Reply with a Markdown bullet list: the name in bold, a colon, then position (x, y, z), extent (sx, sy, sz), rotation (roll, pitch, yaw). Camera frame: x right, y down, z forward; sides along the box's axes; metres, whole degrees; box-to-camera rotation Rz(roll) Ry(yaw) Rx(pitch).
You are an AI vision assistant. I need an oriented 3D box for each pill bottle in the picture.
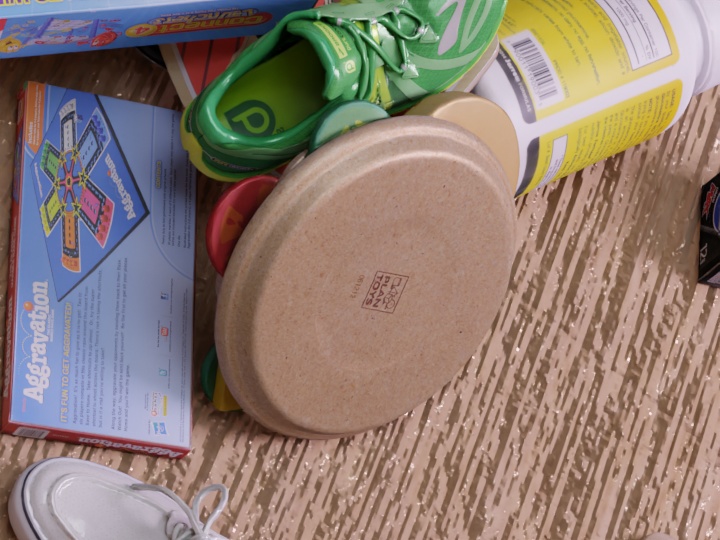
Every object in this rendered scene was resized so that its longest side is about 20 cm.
- **pill bottle**: position (0.121, -0.116, 1.615), extent (0.200, 0.112, 0.113), rotation (-23, 79, -32)

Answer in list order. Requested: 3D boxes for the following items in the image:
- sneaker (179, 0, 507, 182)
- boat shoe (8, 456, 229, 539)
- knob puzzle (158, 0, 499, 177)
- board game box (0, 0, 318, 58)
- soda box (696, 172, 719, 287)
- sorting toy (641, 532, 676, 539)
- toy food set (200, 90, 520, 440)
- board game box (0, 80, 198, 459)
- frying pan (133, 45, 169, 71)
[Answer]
- **sneaker**: position (-0.003, -0.110, 1.461), extent (0.200, 0.084, 0.074), rotation (-34, 88, -6)
- **boat shoe**: position (-0.083, 0.154, 1.412), extent (0.202, 0.086, 0.075), rotation (37, 57, -7)
- **knob puzzle**: position (-0.022, -0.137, 1.522), extent (0.219, 0.030, 0.220), rotation (-1, 75, 5)
- **board game box**: position (-0.137, -0.218, 1.477), extent (0.200, 0.056, 0.196), rotation (-6, 73, -18)
- **soda box**: position (0.307, -0.009, 1.687), extent (0.200, 0.063, 0.071), rotation (16, 62, -19)
- **sorting toy**: position (0.183, 0.246, 1.493), extent (0.185, 0.037, 0.200), rotation (30, 50, 25)
- **toy food set**: position (0.000, 0.000, 1.482), extent (0.198, 0.200, 0.049), rotation (-8, 32, -35)
- **board game box**: position (-0.139, -0.001, 1.494), extent (0.103, 0.019, 0.200), rotation (11, 64, -23)
- **frying pan**: position (-0.064, -0.163, 1.593), extent (0.190, 0.031, 0.115), rotation (-7, 74, -29)
